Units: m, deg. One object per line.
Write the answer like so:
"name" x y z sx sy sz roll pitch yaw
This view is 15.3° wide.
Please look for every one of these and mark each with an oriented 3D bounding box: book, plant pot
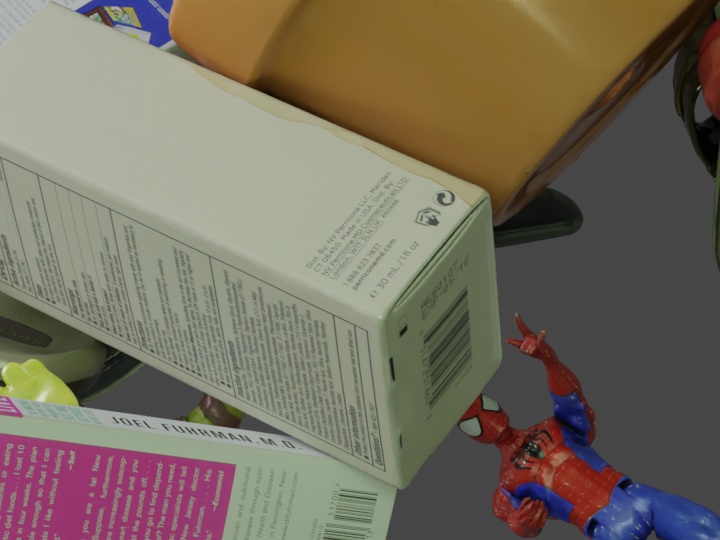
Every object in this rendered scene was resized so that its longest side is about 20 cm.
"book" -0.093 0.118 0.969 0.199 0.048 0.134 11 99 -23
"plant pot" 0.046 -0.111 0.995 0.140 0.200 0.200 44 88 6

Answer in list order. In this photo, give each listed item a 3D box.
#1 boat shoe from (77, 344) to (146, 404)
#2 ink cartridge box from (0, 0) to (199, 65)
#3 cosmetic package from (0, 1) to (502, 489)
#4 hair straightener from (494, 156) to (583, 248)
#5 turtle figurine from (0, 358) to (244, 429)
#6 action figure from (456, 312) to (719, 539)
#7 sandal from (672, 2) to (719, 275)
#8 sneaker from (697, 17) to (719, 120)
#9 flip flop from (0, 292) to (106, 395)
"boat shoe" -0.088 -0.010 1.109 0.200 0.062 0.073 -37 84 1
"ink cartridge box" -0.140 -0.084 1.088 0.200 0.037 0.095 -32 55 -20
"cosmetic package" -0.051 -0.011 0.985 0.200 0.104 0.073 26 57 24
"hair straightener" 0.000 0.000 1.090 0.199 0.041 0.077 -19 126 -17
"turtle figurine" -0.118 0.096 1.053 0.200 0.161 0.065 -33 68 9
"action figure" 0.103 0.092 1.040 0.200 0.099 0.065 33 80 36
"sandal" 0.162 -0.083 1.100 0.057 0.080 0.202 -20 63 46
"sneaker" 0.187 -0.122 1.064 0.078 0.200 0.116 -44 65 41
"flip flop" -0.194 -0.003 1.062 0.199 0.081 0.058 19 118 8
